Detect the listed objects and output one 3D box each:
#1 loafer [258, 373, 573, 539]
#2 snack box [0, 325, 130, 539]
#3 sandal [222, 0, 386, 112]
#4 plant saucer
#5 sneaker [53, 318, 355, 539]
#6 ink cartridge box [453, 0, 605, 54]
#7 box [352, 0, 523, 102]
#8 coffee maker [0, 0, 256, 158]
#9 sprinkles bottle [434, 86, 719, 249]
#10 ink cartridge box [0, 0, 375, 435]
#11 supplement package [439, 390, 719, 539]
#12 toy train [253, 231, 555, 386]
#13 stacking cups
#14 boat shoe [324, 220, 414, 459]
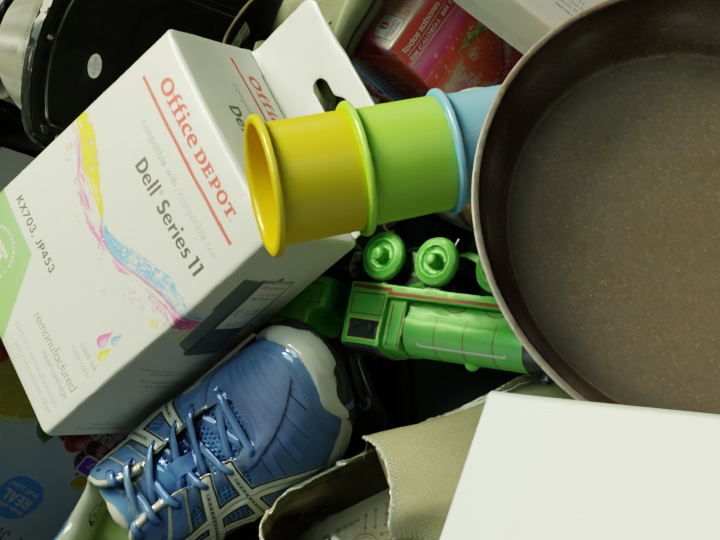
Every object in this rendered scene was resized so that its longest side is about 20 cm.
[{"bbox_3d":[0.038,0.098,0.923,0.200,0.068,0.076,-34,46,18],"label":"loafer"},{"bbox_3d":[-0.211,0.097,1.037,0.169,0.200,0.068,-47,43,3],"label":"snack box"},{"bbox_3d":[-0.040,-0.105,1.010,0.080,0.057,0.202,32,106,46],"label":"sandal"},{"bbox_3d":[0.139,-0.017,0.834,0.199,0.035,0.201,3,70,-7],"label":"plant saucer"},{"bbox_3d":[-0.075,0.097,0.972,0.076,0.077,0.200,52,127,12],"label":"sneaker"},{"bbox_3d":[0.111,-0.187,0.952,0.176,0.200,0.084,-55,12,-5],"label":"ink cartridge box"},{"bbox_3d":[0.064,-0.181,1.070,0.102,0.095,0.200,28,82,47],"label":"box"},{"bbox_3d":[-0.125,-0.098,1.142,0.135,0.192,0.200,-51,25,-9],"label":"coffee maker"},{"bbox_3d":[0.112,-0.028,0.947,0.200,0.068,0.068,25,80,46],"label":"sprinkles bottle"},{"bbox_3d":[-0.083,-0.026,0.955,0.200,0.067,0.117,-40,65,25],"label":"ink cartridge box"},{"bbox_3d":[0.139,0.148,0.745,0.199,0.151,0.152,3,65,41],"label":"supplement package"},{"bbox_3d":[0.022,0.014,0.942,0.199,0.042,0.057,7,80,35],"label":"toy train"},{"bbox_3d":[0.053,-0.049,0.881,0.199,0.061,0.061,-9,45,-14],"label":"stacking cups"},{"bbox_3d":[0.000,0.000,1.029,0.056,0.069,0.201,-13,61,28],"label":"boat shoe"}]
